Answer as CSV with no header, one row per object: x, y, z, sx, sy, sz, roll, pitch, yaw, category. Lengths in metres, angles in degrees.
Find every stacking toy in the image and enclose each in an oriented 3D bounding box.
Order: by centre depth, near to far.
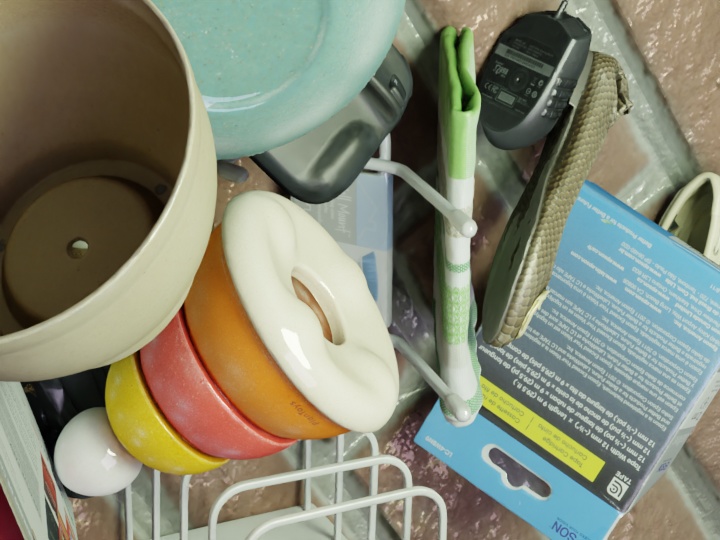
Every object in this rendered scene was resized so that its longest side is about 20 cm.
-0.092,0.062,1.193,0.199,0.147,0.146,-32,129,19,stacking toy

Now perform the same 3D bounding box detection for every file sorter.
-0.049,0.153,1.300,0.138,0.200,0.125,-10,114,-24,file sorter

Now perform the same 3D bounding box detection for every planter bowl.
-0.152,-0.030,1.050,0.200,0.200,0.135,-41,151,-5,planter bowl

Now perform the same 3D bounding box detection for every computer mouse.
0.133,-0.162,1.331,0.034,0.059,0.201,25,96,-46,computer mouse

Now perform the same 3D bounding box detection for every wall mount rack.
0.000,0.000,1.271,0.075,0.173,0.201,-41,138,-53,wall mount rack

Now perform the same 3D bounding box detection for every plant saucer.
-0.069,-0.136,1.104,0.200,0.039,0.202,-6,123,-9,plant saucer

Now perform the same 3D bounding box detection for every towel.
0.062,-0.028,1.302,0.030,0.149,0.201,0,117,-1,towel

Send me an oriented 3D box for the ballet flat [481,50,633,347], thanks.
0.123,-0.042,1.341,0.046,0.067,0.201,24,73,-13,ballet flat

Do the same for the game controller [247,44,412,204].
-0.057,-0.128,1.180,0.200,0.042,0.104,44,79,-25,game controller

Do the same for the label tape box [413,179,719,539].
0.148,0.064,1.393,0.201,0.143,0.066,-59,164,10,label tape box

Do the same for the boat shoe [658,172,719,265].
0.198,0.029,1.445,0.062,0.071,0.201,27,94,-53,boat shoe

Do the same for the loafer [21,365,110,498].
-0.178,0.036,1.259,0.070,0.068,0.202,-45,129,-47,loafer

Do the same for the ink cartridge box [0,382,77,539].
-0.209,0.119,1.145,0.083,0.176,0.201,-18,126,-3,ink cartridge box

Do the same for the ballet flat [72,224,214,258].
-0.130,-0.018,1.203,0.200,0.067,0.073,-20,121,-65,ballet flat

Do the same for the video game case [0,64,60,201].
-0.141,-0.159,1.154,0.200,0.023,0.183,-47,131,-31,video game case
